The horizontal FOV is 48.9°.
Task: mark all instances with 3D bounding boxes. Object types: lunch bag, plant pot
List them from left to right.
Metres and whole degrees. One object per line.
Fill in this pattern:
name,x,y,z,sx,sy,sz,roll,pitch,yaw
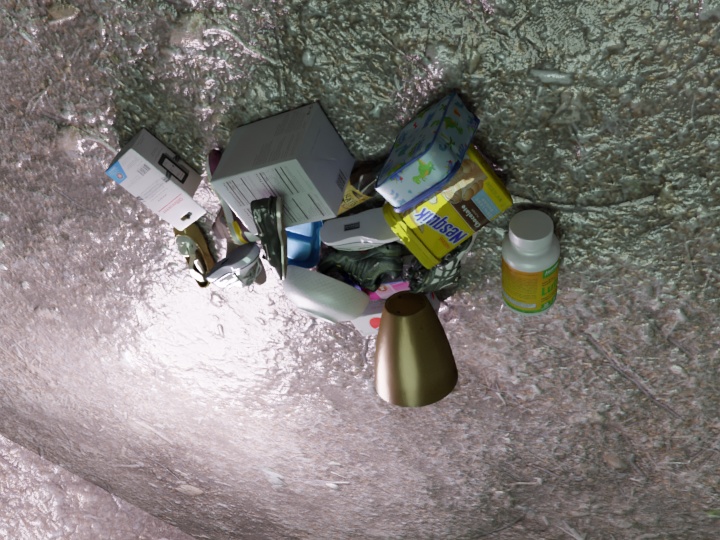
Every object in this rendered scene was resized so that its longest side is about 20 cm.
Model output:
plant pot,0.108,0.149,1.674,0.183,0.187,0.203,2,123,18
lunch bag,0.110,-0.199,1.337,0.082,0.201,0.160,43,133,-18

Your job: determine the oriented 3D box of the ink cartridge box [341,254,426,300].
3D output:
ink cartridge box,0.047,0.019,1.738,0.197,0.037,0.095,-6,135,29

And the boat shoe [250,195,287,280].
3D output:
boat shoe,-0.167,-0.060,1.467,0.056,0.068,0.202,1,137,1

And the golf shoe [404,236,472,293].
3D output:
golf shoe,0.173,-0.023,1.579,0.093,0.079,0.200,10,145,-30

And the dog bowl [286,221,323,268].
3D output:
dog bowl,-0.129,-0.087,1.672,0.110,0.050,0.201,15,139,3

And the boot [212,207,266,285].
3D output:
boot,-0.239,-0.057,1.716,0.145,0.071,0.201,-15,121,50

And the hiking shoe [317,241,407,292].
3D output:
hiking shoe,0.000,0.000,1.669,0.197,0.075,0.102,-10,92,27

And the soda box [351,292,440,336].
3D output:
soda box,0.077,0.092,1.785,0.197,0.064,0.068,-12,132,32

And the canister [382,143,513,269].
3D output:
canister,0.160,-0.118,1.444,0.199,0.087,0.149,-37,114,17

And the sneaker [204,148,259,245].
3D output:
sneaker,-0.241,-0.156,1.596,0.089,0.075,0.203,-16,106,15

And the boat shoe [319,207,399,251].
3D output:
boat shoe,0.017,-0.078,1.583,0.197,0.075,0.065,-1,160,29

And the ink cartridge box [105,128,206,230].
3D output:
ink cartridge box,-0.414,-0.185,1.652,0.115,0.068,0.200,-26,123,40

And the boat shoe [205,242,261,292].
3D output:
boat shoe,-0.253,0.007,1.692,0.086,0.075,0.201,43,140,-17

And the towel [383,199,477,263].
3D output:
towel,0.140,-0.104,1.564,0.197,0.033,0.192,19,140,1

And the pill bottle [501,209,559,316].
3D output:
pill bottle,0.328,-0.016,1.530,0.109,0.112,0.202,5,139,15

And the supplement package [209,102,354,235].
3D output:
supplement package,-0.143,-0.186,1.482,0.197,0.153,0.151,-10,135,30

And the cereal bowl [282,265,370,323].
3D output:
cereal bowl,-0.083,0.062,1.726,0.197,0.085,0.200,20,174,2

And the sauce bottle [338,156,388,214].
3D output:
sauce bottle,-0.004,-0.163,1.525,0.066,0.067,0.199,41,137,-25

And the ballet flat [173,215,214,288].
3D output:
ballet flat,-0.380,-0.038,1.810,0.068,0.064,0.202,-1,136,21
